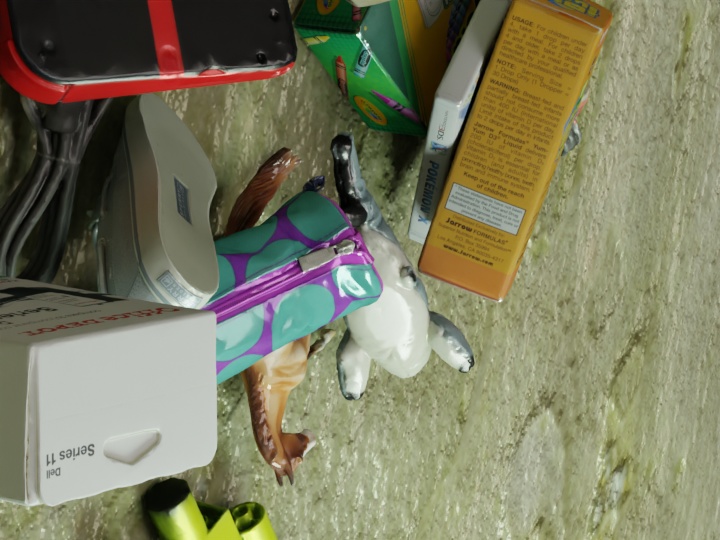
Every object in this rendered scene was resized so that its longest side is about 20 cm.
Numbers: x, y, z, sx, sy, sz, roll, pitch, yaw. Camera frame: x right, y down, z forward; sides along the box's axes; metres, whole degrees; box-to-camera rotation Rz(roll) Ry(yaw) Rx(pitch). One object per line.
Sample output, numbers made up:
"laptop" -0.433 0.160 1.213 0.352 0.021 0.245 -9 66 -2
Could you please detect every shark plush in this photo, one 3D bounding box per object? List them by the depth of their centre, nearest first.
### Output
"shark plush" 0.000 0.000 1.625 0.084 0.090 0.201 -99 162 -53

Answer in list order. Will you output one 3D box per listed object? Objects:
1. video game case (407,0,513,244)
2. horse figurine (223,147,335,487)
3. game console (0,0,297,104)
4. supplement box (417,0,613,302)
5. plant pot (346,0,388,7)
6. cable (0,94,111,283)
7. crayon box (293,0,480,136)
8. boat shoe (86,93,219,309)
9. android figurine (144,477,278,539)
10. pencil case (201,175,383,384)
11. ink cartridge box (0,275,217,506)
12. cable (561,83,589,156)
"video game case" 0.086 -0.142 1.693 0.183 0.022 0.201 99 15 -60
"horse figurine" -0.056 0.020 1.592 0.133 0.050 0.201 -52 138 -44
"game console" -0.131 -0.197 1.360 0.176 0.031 0.202 -8 86 -30
"supplement box" 0.102 -0.086 1.625 0.067 0.068 0.201 -54 163 -69
"plant pot" 0.004 -0.244 1.523 0.135 0.200 0.200 -51 141 1
"cable" -0.176 -0.084 1.406 0.097 0.050 0.202 -9 115 -52
"crayon box" 0.040 -0.207 1.669 0.119 0.058 0.201 50 57 -47
"boat shoe" -0.128 -0.032 1.425 0.070 0.071 0.201 45 19 -29
"android figurine" -0.107 0.236 1.574 0.182 0.041 0.201 -49 132 -38
"pencil case" -0.085 0.024 1.473 0.199 0.092 0.086 -29 90 -28
"ink cartridge box" -0.191 0.056 1.276 0.146 0.199 0.084 -10 105 -53
"cable" 0.132 -0.106 1.733 0.050 0.098 0.200 -25 159 -8
